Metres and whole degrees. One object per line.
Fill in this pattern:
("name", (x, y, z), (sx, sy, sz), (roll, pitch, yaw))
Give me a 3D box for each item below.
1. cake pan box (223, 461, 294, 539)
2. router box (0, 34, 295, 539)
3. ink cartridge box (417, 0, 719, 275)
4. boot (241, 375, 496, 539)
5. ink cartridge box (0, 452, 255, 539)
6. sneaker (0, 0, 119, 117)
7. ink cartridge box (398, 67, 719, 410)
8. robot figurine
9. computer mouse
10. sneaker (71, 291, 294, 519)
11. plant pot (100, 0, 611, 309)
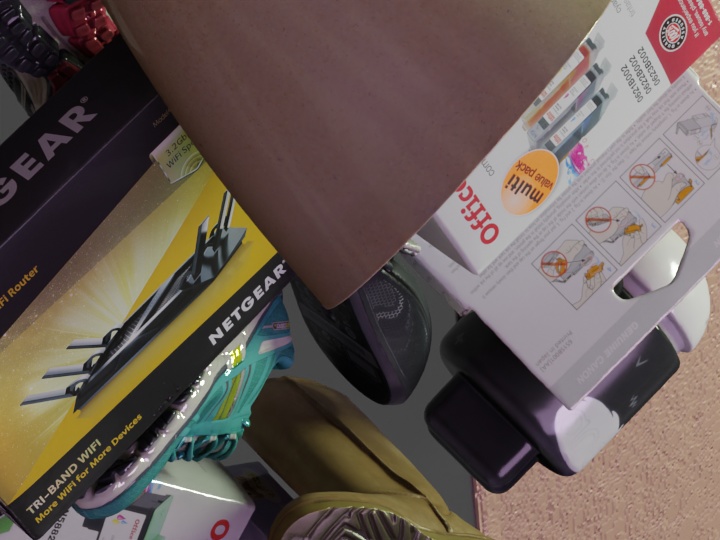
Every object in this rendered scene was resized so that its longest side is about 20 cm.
("cake pan box", (-0.052, 0.245, 1.111), (0.052, 0.200, 0.185), (-2, 119, -38))
("router box", (-0.133, 0.008, 0.891), (0.200, 0.052, 0.157), (-47, 141, -16))
("ink cartridge box", (0.062, -0.131, 1.009), (0.200, 0.145, 0.145), (-44, 134, -5))
("boot", (-0.024, 0.122, 1.059), (0.175, 0.200, 0.066), (23, 101, -40))
("ink cartridge box", (-0.179, 0.154, 1.040), (0.199, 0.084, 0.145), (20, 102, -42))
("sneaker", (-0.146, -0.117, 0.917), (0.080, 0.075, 0.200), (-34, 144, -8))
("ink cartridge box", (0.129, -0.045, 1.103), (0.200, 0.174, 0.044), (-44, 177, -7))
("robot figurine", (0.130, 0.047, 1.183), (0.200, 0.150, 0.125), (-45, 117, -5))
("computer mouse", (0.000, 0.000, 1.057), (0.053, 0.138, 0.200), (-41, 143, -18))
("sneaker", (-0.090, 0.072, 1.010), (0.200, 0.077, 0.080), (-48, 126, -46))
("plant pot", (-0.026, -0.120, 0.793), (0.200, 0.187, 0.187), (42, 88, -4))
